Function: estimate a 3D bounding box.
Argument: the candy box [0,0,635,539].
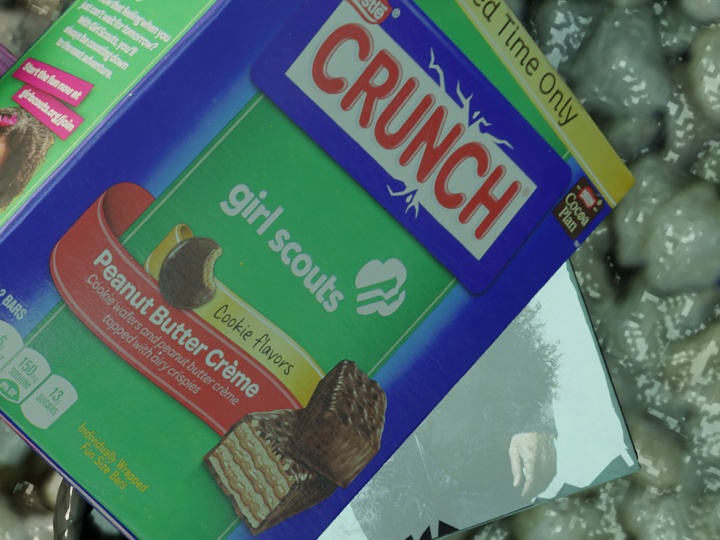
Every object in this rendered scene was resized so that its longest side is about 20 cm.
[{"bbox_3d":[-0.033,-0.018,0.908,0.200,0.077,0.169,-48,128,-8],"label":"candy box"}]

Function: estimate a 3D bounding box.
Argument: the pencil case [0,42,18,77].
[{"bbox_3d":[-0.136,-0.047,0.929,0.083,0.086,0.200,-49,129,-5],"label":"pencil case"}]

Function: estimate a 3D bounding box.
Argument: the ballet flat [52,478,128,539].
[{"bbox_3d":[-0.041,0.026,0.988,0.066,0.057,0.201,28,97,-5],"label":"ballet flat"}]

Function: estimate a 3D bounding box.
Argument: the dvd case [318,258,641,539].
[{"bbox_3d":[0.000,0.000,1.024,0.145,0.022,0.201,-18,96,2],"label":"dvd case"}]
